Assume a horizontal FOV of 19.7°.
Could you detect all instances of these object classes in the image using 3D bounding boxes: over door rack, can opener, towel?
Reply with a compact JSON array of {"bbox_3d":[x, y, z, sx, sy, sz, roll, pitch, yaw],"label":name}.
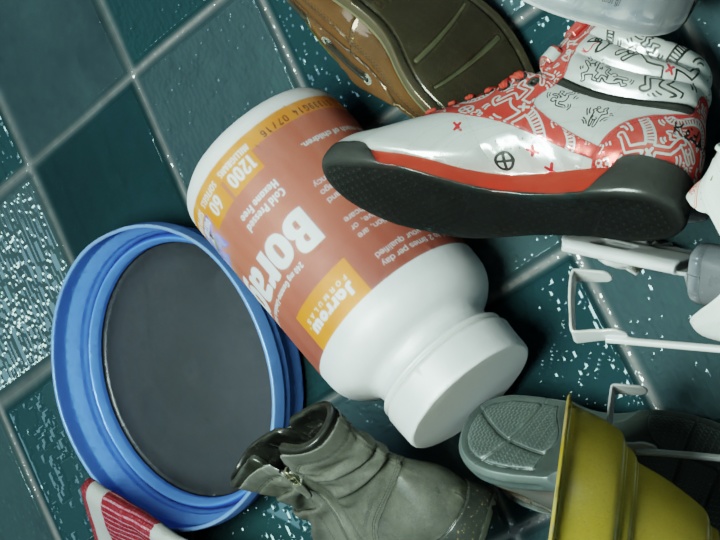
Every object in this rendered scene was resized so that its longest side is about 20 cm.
[{"bbox_3d":[0.194,0.080,0.985,0.199,0.148,0.067,15,67,21],"label":"over door rack"},{"bbox_3d":[0.192,-0.015,1.056,0.200,0.053,0.067,11,105,36],"label":"can opener"},{"bbox_3d":[-0.101,0.227,1.325,0.200,0.023,0.144,27,139,36],"label":"towel"}]

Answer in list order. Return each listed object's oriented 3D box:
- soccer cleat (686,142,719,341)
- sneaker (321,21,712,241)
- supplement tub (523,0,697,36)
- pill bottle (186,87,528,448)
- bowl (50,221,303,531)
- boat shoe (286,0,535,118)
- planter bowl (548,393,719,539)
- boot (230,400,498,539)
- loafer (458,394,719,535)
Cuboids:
[{"bbox_3d":[0.199,-0.058,1.001,0.085,0.069,0.201,-2,78,29],"label":"soccer cleat"},{"bbox_3d":[0.085,-0.077,1.088,0.201,0.067,0.108,5,61,25],"label":"sneaker"},{"bbox_3d":[0.137,-0.227,1.014,0.122,0.122,0.200,34,118,30],"label":"supplement tub"},{"bbox_3d":[0.000,0.000,1.178,0.200,0.112,0.112,49,125,22],"label":"pill bottle"},{"bbox_3d":[-0.118,0.066,1.337,0.200,0.039,0.201,9,104,38],"label":"bowl"},{"bbox_3d":[0.026,-0.130,1.169,0.200,0.072,0.068,49,155,12],"label":"boat shoe"},{"bbox_3d":[0.127,0.164,1.003,0.083,0.200,0.201,8,106,6],"label":"planter bowl"},{"bbox_3d":[-0.020,0.140,1.196,0.130,0.068,0.200,30,142,-12],"label":"boot"},{"bbox_3d":[0.150,0.115,1.120,0.200,0.072,0.063,14,151,34],"label":"loafer"}]
